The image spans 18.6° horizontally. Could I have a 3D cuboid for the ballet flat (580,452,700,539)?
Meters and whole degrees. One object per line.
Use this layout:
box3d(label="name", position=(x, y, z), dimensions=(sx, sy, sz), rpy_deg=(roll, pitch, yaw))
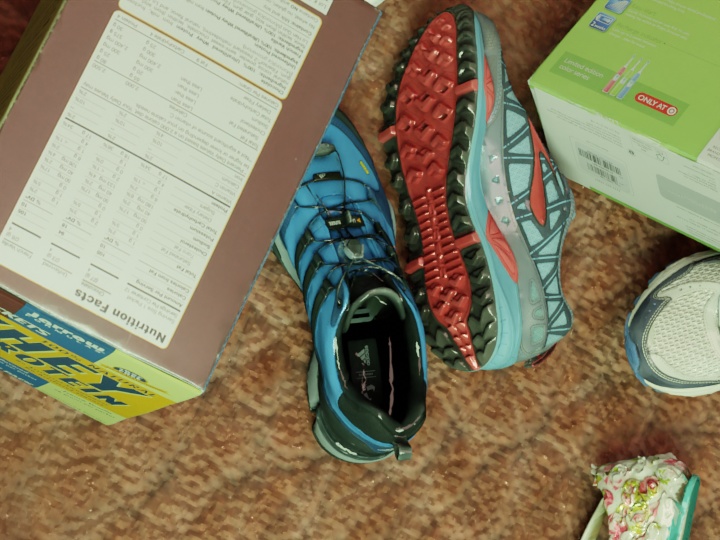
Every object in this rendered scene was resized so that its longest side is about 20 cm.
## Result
box3d(label="ballet flat", position=(0.138, 0.195, 1.190), dimensions=(0.064, 0.076, 0.201), rpy_deg=(8, 73, 14))

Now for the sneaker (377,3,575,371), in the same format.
box3d(label="sneaker", position=(0.070, -0.044, 1.199), dimensions=(0.095, 0.079, 0.201), rpy_deg=(2, 81, -41))

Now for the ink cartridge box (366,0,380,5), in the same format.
box3d(label="ink cartridge box", position=(0.016, -0.197, 1.151), dimensions=(0.200, 0.145, 0.088), rpy_deg=(-37, 94, -19))

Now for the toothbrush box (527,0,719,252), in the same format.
box3d(label="toothbrush box", position=(0.212, -0.120, 1.202), dimensions=(0.145, 0.086, 0.200), rpy_deg=(28, 68, 32))

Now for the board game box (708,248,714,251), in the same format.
box3d(label="board game box", position=(0.316, 0.028, 1.277), dimensions=(0.199, 0.043, 0.200), rpy_deg=(-35, 95, -20))

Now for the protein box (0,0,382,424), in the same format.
box3d(label="protein box", position=(-0.115, -0.050, 1.056), dimensions=(0.135, 0.198, 0.200), rpy_deg=(29, 74, -13))

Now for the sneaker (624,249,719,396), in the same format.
box3d(label="sneaker", position=(0.237, 0.014, 1.187), dimensions=(0.199, 0.085, 0.077), rpy_deg=(-17, 89, -17))

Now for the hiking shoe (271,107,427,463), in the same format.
box3d(label="hiking shoe", position=(0.000, 0.000, 1.149), dimensions=(0.074, 0.087, 0.201), rpy_deg=(-14, 87, -20))
